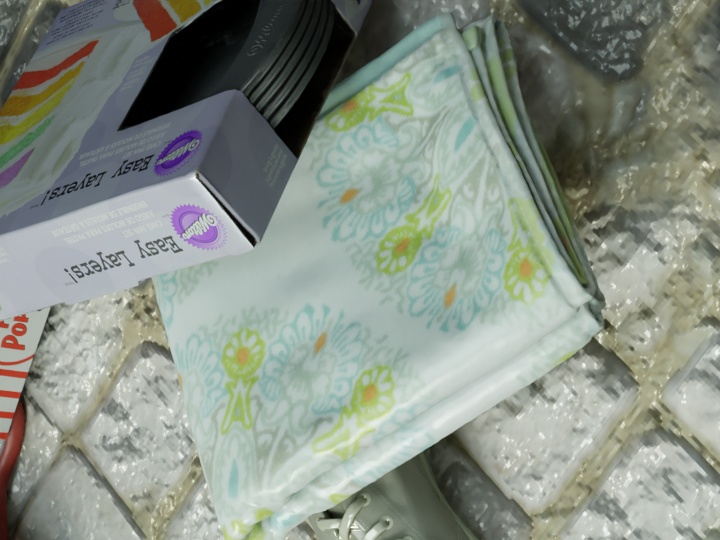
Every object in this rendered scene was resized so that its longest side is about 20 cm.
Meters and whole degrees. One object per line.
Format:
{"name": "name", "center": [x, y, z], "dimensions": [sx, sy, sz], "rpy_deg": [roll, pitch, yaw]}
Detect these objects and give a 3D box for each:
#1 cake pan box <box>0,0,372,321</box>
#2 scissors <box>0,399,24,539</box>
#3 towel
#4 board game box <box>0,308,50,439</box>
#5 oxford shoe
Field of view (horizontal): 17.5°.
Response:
{"name": "cake pan box", "center": [-0.092, -0.070, 1.056], "dimensions": [0.199, 0.052, 0.185], "rpy_deg": [-14, 40, 40]}
{"name": "scissors", "center": [-0.196, 0.155, 1.226], "dimensions": [0.073, 0.014, 0.202], "rpy_deg": [-11, 82, 37]}
{"name": "towel", "center": [0.000, 0.000, 0.996], "dimensions": [0.199, 0.048, 0.172], "rpy_deg": [-34, 49, 20]}
{"name": "board game box", "center": [-0.239, -0.020, 1.240], "dimensions": [0.199, 0.046, 0.152], "rpy_deg": [26, 99, 38]}
{"name": "oxford shoe", "center": [0.012, 0.121, 1.022], "dimensions": [0.075, 0.058, 0.201], "rpy_deg": [-37, 66, 31]}
